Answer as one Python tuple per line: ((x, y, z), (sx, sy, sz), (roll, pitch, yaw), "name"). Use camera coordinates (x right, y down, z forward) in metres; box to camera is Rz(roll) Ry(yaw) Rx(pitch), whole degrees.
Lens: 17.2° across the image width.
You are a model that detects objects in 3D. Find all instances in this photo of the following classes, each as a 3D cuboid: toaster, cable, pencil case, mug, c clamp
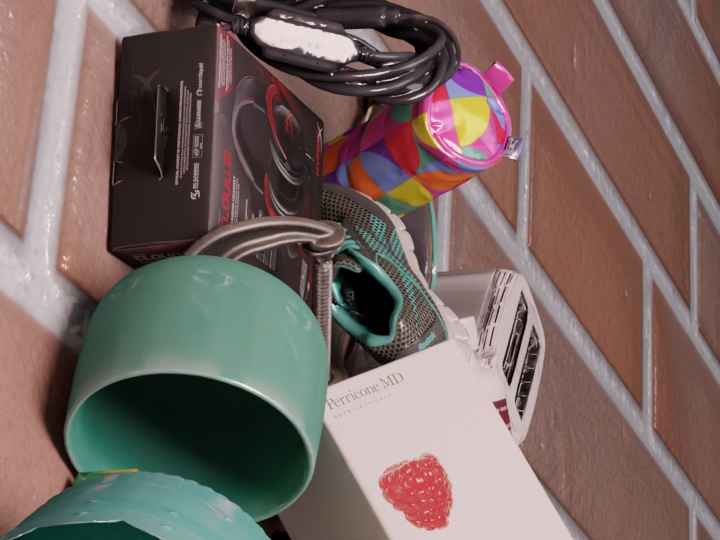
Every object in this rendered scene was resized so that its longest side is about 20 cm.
((0.069, 0.074, 1.884), (0.201, 0.128, 0.114), (-70, 147, -50), "toaster")
((-0.027, -0.166, 1.645), (0.163, 0.198, 0.051), (-122, -135, -65), "cable")
((0.032, -0.084, 1.739), (0.088, 0.200, 0.089), (13, 66, -32), "pencil case")
((-0.104, 0.072, 1.436), (0.151, 0.185, 0.115), (30, 45, -23), "mug")
((-0.048, 0.036, 1.537), (0.027, 0.170, 0.201), (-122, -160, -45), "c clamp")

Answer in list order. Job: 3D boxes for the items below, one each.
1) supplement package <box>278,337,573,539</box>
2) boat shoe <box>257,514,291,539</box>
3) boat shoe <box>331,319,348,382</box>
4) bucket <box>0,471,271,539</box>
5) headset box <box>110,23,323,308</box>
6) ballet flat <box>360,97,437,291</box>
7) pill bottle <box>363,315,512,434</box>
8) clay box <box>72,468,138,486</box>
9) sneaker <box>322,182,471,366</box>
((0.042, 0.169, 1.512), (0.121, 0.120, 0.201), (-20, 69, -30), "supplement package")
((-0.059, 0.169, 1.595), (0.072, 0.071, 0.202), (37, 49, -63), "boat shoe")
((-0.046, 0.057, 1.708), (0.072, 0.063, 0.201), (31, 33, -24), "boat shoe")
((-0.123, 0.208, 1.235), (0.135, 0.205, 0.209), (-67, 147, -79), "bucket")
((-0.096, -0.062, 1.570), (0.200, 0.074, 0.150), (40, 48, -61), "headset box")
((0.023, -0.066, 1.897), (0.073, 0.072, 0.201), (53, 31, -53), "ballet flat")
((0.058, 0.139, 1.739), (0.113, 0.112, 0.202), (-9, 90, -69), "pill bottle")
((-0.132, 0.230, 1.420), (0.115, 0.047, 0.201), (-69, 147, -46), "clay box")
((0.000, 0.000, 1.661), (0.200, 0.078, 0.091), (50, 11, 35), "sneaker")
